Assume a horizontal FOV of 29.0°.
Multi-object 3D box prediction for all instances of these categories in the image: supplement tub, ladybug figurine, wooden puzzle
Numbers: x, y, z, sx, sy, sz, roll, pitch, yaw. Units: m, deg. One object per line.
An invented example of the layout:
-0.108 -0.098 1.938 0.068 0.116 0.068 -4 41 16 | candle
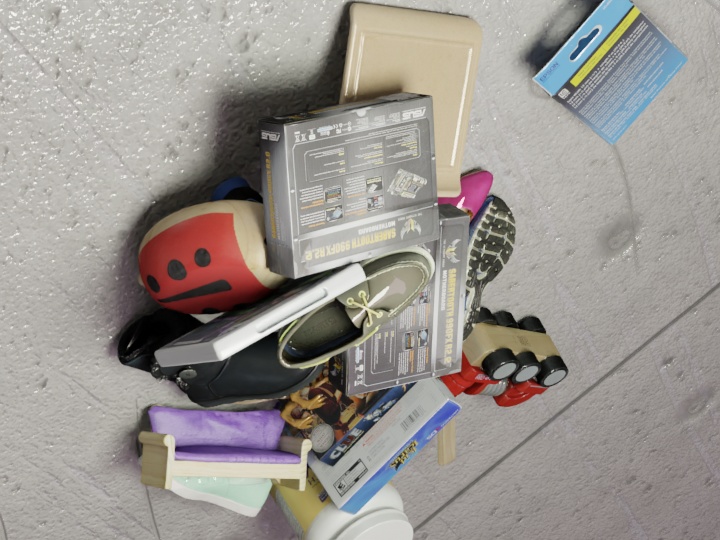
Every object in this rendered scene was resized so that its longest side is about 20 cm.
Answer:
-0.032 0.304 1.859 0.145 0.200 0.146 -22 139 -21 | supplement tub
-0.154 -0.005 1.476 0.199 0.072 0.136 -18 131 27 | ladybug figurine
0.047 -0.183 1.519 0.184 0.037 0.201 -1 101 -39 | wooden puzzle

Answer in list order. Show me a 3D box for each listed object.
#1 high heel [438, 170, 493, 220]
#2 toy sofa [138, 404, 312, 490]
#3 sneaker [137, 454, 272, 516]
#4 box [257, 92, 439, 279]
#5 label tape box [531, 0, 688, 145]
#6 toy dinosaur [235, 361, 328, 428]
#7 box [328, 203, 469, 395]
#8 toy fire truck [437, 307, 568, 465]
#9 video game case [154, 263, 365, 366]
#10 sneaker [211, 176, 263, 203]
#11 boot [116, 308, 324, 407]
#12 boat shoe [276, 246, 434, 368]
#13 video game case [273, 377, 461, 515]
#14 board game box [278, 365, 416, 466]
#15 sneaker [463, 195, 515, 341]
0.107 -0.032 1.721 0.200 0.096 0.067 -42 142 4 | high heel
-0.165 0.218 1.706 0.199 0.083 0.098 6 85 -30 | toy sofa
-0.186 0.234 1.781 0.200 0.074 0.119 25 95 -41 | sneaker
-0.008 -0.092 1.439 0.199 0.048 0.159 -16 111 -36 | box
0.289 -0.255 1.674 0.143 0.066 0.200 -49 138 12 | label tape box
-0.099 0.147 1.739 0.199 0.106 0.061 -28 149 -19 | toy dinosaur
0.043 0.032 1.604 0.158 0.048 0.201 -11 114 -27 | box
0.177 0.170 1.976 0.176 0.129 0.200 10 133 -45 | toy fire truck
-0.110 0.048 1.469 0.181 0.023 0.200 -29 -173 -25 | video game case
-0.111 -0.017 1.574 0.070 0.078 0.200 -33 141 -7 | sneaker
-0.160 0.093 1.603 0.199 0.077 0.168 -16 150 23 | boot
-0.006 0.044 1.503 0.201 0.060 0.072 -31 109 19 | boat shoe
0.006 0.177 1.779 0.200 0.181 0.045 -45 143 9 | video game case
-0.007 0.129 1.759 0.200 0.136 0.035 -46 142 8 | board game box
0.125 -0.008 1.782 0.078 0.089 0.201 30 88 -43 | sneaker
